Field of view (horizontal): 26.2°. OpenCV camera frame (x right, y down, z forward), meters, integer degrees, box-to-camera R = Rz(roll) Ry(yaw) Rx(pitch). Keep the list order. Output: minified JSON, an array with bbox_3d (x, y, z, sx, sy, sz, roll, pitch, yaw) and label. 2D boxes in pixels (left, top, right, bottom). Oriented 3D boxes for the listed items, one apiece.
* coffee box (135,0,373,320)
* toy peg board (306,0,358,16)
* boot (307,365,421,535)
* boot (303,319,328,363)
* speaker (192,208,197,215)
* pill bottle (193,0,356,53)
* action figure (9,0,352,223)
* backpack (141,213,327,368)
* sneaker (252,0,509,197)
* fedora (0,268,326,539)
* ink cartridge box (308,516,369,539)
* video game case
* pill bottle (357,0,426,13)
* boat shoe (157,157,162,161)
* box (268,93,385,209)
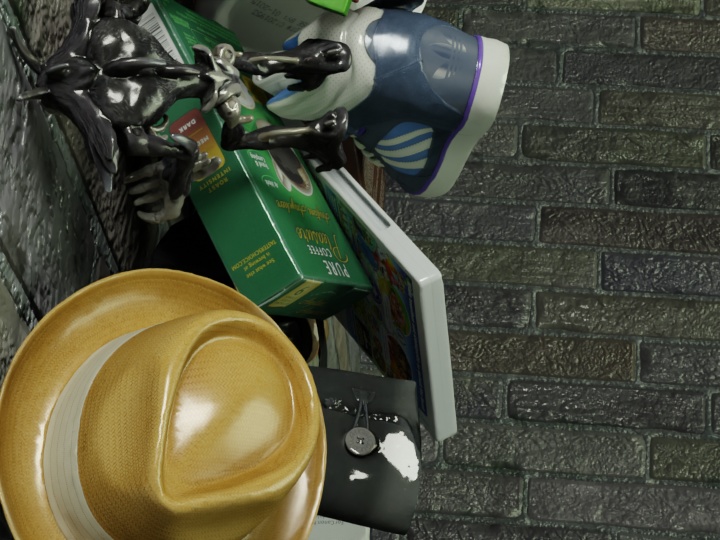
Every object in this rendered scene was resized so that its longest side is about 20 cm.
[{"bbox_3d":[-0.073,-0.065,0.933,0.200,0.044,0.123,61,15,12],"label":"coffee box"},{"bbox_3d":[-0.061,-0.216,0.904,0.199,0.200,0.098,-49,160,-83],"label":"toy peg board"},{"bbox_3d":[-0.066,0.122,0.868,0.066,0.200,0.165,127,-27,-57],"label":"boot"},{"bbox_3d":[-0.059,0.029,1.181,0.200,0.075,0.074,11,-70,65],"label":"boot"},{"bbox_3d":[-0.086,-0.097,1.284,0.200,0.081,0.081,-82,174,-48],"label":"speaker"},{"bbox_3d":[-0.069,-0.247,1.068,0.109,0.109,0.200,86,-4,-60],"label":"pill bottle"},{"bbox_3d":[-0.102,-0.087,0.811,0.102,0.200,0.119,-32,-116,49],"label":"action figure"},{"bbox_3d":[-0.091,0.075,1.030,0.167,0.126,0.200,-77,167,-58],"label":"backpack"},{"bbox_3d":[0.002,-0.111,0.987,0.200,0.146,0.081,129,-29,-73],"label":"sneaker"},{"bbox_3d":[-0.082,0.081,0.773,0.082,0.200,0.201,-31,-135,49],"label":"fedora"},{"bbox_3d":[-0.064,0.166,1.221,0.200,0.084,0.176,175,-82,-68],"label":"ink cartridge box"},{"bbox_3d":[0.000,0.000,1.003,0.200,0.018,0.143,50,-23,42],"label":"video game case"},{"bbox_3d":[-0.030,-0.204,1.198,0.200,0.112,0.112,-8,-104,63],"label":"pill bottle"},{"bbox_3d":[-0.104,-0.128,1.078,0.200,0.071,0.063,-79,163,-59],"label":"boat shoe"},{"bbox_3d":[-0.025,-0.084,1.152,0.200,0.075,0.100,84,10,-58],"label":"box"}]
